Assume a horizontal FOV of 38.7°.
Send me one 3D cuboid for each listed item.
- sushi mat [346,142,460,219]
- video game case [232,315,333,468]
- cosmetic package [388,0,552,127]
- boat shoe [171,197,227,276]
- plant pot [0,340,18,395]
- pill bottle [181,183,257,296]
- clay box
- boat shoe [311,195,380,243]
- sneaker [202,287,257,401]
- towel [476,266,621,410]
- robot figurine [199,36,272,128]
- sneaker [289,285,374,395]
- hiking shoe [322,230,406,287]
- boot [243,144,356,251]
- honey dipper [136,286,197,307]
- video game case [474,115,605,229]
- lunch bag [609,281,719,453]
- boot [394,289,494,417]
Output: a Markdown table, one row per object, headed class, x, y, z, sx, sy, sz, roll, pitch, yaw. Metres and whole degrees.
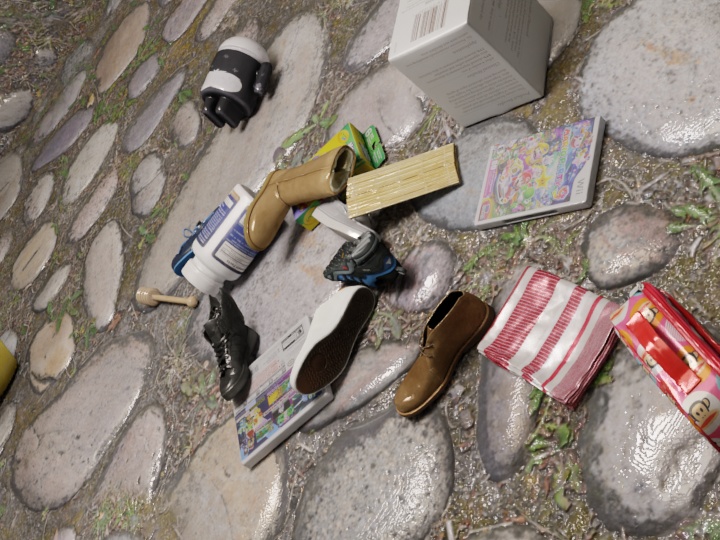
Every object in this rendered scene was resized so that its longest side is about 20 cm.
| class | x | y | z | sx | sy | sz | roll | pitch | yaw |
| --- | --- | --- | --- | --- | --- | --- | --- | --- | --- |
| sushi mat | 0.068 | -0.146 | 1.680 | 0.197 | 0.012 | 0.097 | -17 | 48 | 18 |
| video game case | -0.135 | 0.199 | 1.696 | 0.199 | 0.023 | 0.184 | -41 | 39 | 19 |
| cosmetic package | 0.175 | -0.365 | 1.612 | 0.166 | 0.199 | 0.169 | -16 | 52 | 41 |
| boat shoe | -0.300 | -0.069 | 2.051 | 0.199 | 0.084 | 0.069 | -39 | 57 | 1 |
| plant pot | -0.910 | 0.227 | 2.460 | 0.141 | 0.202 | 0.199 | -37 | 32 | -18 |
| pill bottle | -0.248 | -0.054 | 1.943 | 0.201 | 0.110 | 0.111 | -52 | 36 | 6 |
| clay box | -0.047 | -0.179 | 1.859 | 0.200 | 0.047 | 0.116 | -43 | 39 | 21 |
| boat shoe | -0.013 | -0.086 | 1.741 | 0.069 | 0.072 | 0.200 | -56 | 27 | -1 |
| sneaker | -0.237 | 0.126 | 1.778 | 0.060 | 0.104 | 0.201 | -34 | 26 | 30 |
| towel | 0.247 | 0.080 | 1.342 | 0.145 | 0.023 | 0.199 | -57 | 36 | -2 |
| robot figurine | -0.273 | -0.411 | 2.238 | 0.125 | 0.148 | 0.203 | 115 | 174 | -71 |
| sneaker | -0.055 | 0.111 | 1.631 | 0.084 | 0.073 | 0.201 | 3 | 52 | 55 |
| hiking shoe | 0.000 | 0.000 | 1.646 | 0.075 | 0.086 | 0.200 | -53 | 11 | -15 |
| boot | -0.110 | -0.128 | 1.799 | 0.198 | 0.066 | 0.178 | -10 | 56 | 46 |
| honey dipper | -0.394 | 0.056 | 2.093 | 0.198 | 0.038 | 0.038 | 3 | 65 | 48 |
| video game case | 0.260 | -0.141 | 1.498 | 0.198 | 0.018 | 0.145 | -11 | 55 | 45 |
| lunch bag | 0.347 | 0.105 | 1.076 | 0.082 | 0.175 | 0.201 | -46 | 38 | 13 |
| boot | 0.100 | 0.114 | 1.444 | 0.201 | 0.075 | 0.074 | -54 | 38 | 5 |
